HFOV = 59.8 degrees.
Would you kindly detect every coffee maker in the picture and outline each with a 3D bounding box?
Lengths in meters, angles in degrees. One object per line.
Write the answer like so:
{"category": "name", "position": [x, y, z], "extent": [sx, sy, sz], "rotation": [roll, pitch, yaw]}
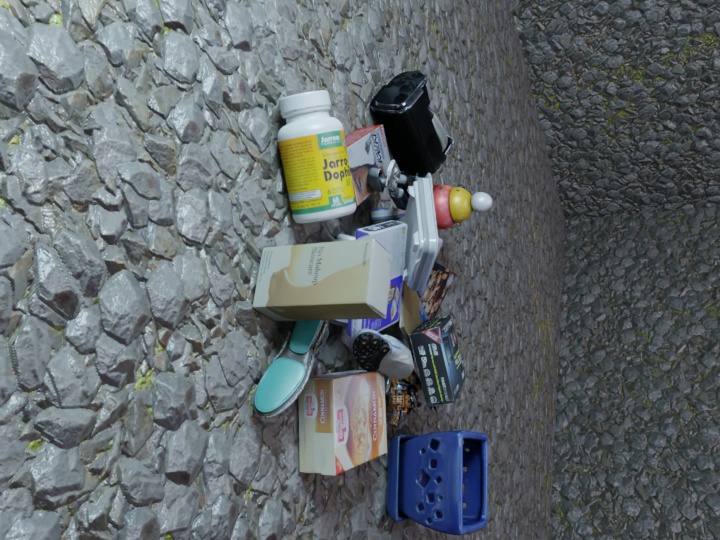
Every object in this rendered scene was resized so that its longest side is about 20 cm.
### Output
{"category": "coffee maker", "position": [0.114, -0.313, 1.413], "extent": [0.200, 0.133, 0.194], "rotation": [55, 40, -44]}

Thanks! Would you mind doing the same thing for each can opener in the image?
{"category": "can opener", "position": [0.060, -0.170, 1.250], "extent": [0.200, 0.066, 0.054], "rotation": [37, 67, -76]}

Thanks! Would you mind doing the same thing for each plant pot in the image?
{"category": "plant pot", "position": [0.163, 0.445, 1.345], "extent": [0.200, 0.178, 0.202], "rotation": [27, 62, -58]}

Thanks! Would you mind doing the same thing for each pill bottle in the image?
{"category": "pill bottle", "position": [-0.076, -0.188, 1.040], "extent": [0.113, 0.112, 0.202], "rotation": [-29, 112, -61]}

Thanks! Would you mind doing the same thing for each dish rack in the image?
{"category": "dish rack", "position": [0.108, -0.071, 1.223], "extent": [0.172, 0.043, 0.202], "rotation": [103, -12, -53]}

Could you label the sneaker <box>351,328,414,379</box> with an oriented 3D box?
{"category": "sneaker", "position": [0.034, 0.143, 1.132], "extent": [0.200, 0.072, 0.073], "rotation": [40, 15, -54]}

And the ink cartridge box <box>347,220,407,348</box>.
{"category": "ink cartridge box", "position": [0.021, 0.019, 1.146], "extent": [0.200, 0.043, 0.201], "rotation": [-21, 119, -60]}

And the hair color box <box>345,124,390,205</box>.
{"category": "hair color box", "position": [-0.004, -0.209, 1.241], "extent": [0.200, 0.063, 0.112], "rotation": [-47, 129, -54]}

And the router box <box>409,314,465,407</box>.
{"category": "router box", "position": [0.166, 0.185, 1.321], "extent": [0.200, 0.061, 0.152], "rotation": [-17, 94, -73]}

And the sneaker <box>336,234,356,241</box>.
{"category": "sneaker", "position": [0.000, 0.000, 1.228], "extent": [0.200, 0.075, 0.089], "rotation": [30, 75, -56]}

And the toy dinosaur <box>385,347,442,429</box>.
{"category": "toy dinosaur", "position": [0.108, 0.252, 1.371], "extent": [0.136, 0.102, 0.201], "rotation": [41, 70, -33]}

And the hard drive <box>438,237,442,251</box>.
{"category": "hard drive", "position": [0.122, -0.018, 1.441], "extent": [0.199, 0.026, 0.133], "rotation": [0, 116, -64]}

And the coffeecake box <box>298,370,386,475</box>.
{"category": "coffeecake box", "position": [-0.028, 0.261, 1.109], "extent": [0.199, 0.072, 0.155], "rotation": [8, 79, -62]}

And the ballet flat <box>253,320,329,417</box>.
{"category": "ballet flat", "position": [-0.100, 0.148, 0.981], "extent": [0.201, 0.074, 0.074], "rotation": [-61, 140, -27]}

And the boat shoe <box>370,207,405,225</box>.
{"category": "boat shoe", "position": [0.084, -0.103, 1.403], "extent": [0.199, 0.072, 0.073], "rotation": [-8, 98, -53]}

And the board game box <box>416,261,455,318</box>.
{"category": "board game box", "position": [0.152, 0.044, 1.475], "extent": [0.137, 0.034, 0.200], "rotation": [-63, 152, 3]}

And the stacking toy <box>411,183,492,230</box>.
{"category": "stacking toy", "position": [0.228, -0.161, 1.543], "extent": [0.146, 0.198, 0.148], "rotation": [17, 71, -62]}

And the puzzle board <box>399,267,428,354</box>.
{"category": "puzzle board", "position": [0.115, 0.113, 1.344], "extent": [0.201, 0.017, 0.152], "rotation": [62, 25, -46]}

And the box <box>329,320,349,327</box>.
{"category": "box", "position": [-0.051, 0.074, 1.130], "extent": [0.200, 0.038, 0.042], "rotation": [21, 70, -61]}

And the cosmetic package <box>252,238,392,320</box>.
{"category": "cosmetic package", "position": [-0.057, 0.017, 0.947], "extent": [0.071, 0.198, 0.106], "rotation": [38, 52, -55]}
